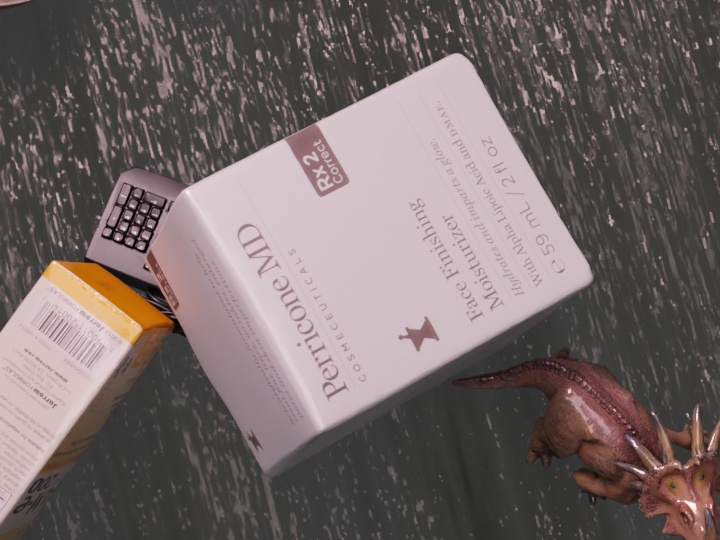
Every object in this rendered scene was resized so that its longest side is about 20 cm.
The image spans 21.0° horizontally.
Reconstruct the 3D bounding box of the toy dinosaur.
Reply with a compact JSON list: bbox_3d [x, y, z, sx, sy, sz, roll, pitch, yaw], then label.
[{"bbox_3d":[0.158,0.100,1.217,0.200,0.136,0.086,35,84,5],"label":"toy dinosaur"}]

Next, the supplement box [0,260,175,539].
[{"bbox_3d":[-0.208,0.094,1.210,0.073,0.126,0.200,37,92,3],"label":"supplement box"}]

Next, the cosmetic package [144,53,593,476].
[{"bbox_3d":[0.000,0.000,1.193,0.200,0.165,0.165,-29,84,-20],"label":"cosmetic package"}]

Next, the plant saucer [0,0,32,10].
[{"bbox_3d":[-0.279,-0.234,1.263,0.200,0.032,0.201,17,45,-18],"label":"plant saucer"}]

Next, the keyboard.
[{"bbox_3d":[-0.083,0.008,1.277,0.199,0.040,0.104,20,82,3],"label":"keyboard"}]
